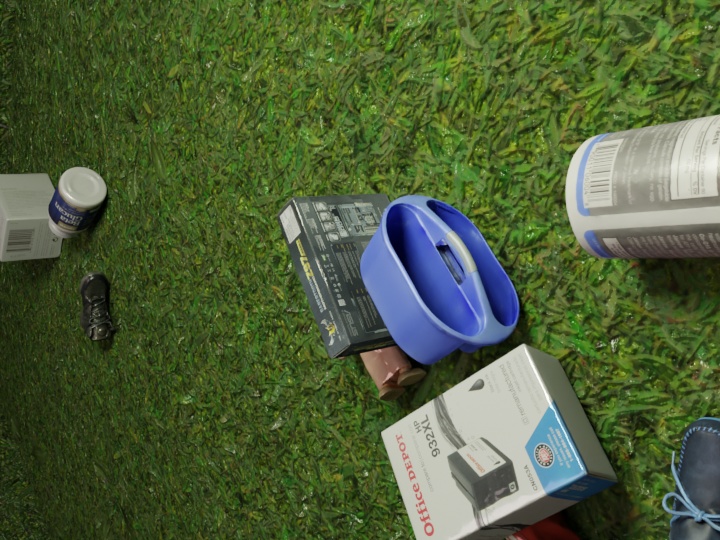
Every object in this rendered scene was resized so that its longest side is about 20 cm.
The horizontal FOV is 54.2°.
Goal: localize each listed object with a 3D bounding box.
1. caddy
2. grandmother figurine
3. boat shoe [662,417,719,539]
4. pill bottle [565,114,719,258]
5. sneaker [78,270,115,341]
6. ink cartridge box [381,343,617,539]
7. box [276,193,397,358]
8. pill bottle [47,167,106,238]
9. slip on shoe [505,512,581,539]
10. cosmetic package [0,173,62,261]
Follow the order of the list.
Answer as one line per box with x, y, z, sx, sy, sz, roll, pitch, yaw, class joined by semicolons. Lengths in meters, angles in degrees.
0.091;0.006;0.789;0.200;0.141;0.105;62;141;23;caddy
0.009;0.079;0.970;0.121;0.061;0.200;-37;61;17;grandmother figurine
0.311;0.232;0.611;0.084;0.069;0.200;-9;88;51;boat shoe
0.281;-0.067;0.568;0.200;0.114;0.114;0;96;50;pill bottle
-0.655;0.099;1.762;0.114;0.076;0.200;46;131;34;sneaker
0.137;0.193;0.737;0.200;0.084;0.145;-37;53;25;ink cartridge box
0.000;0.000;0.883;0.051;0.158;0.200;-40;66;46;box
-0.719;-0.162;1.768;0.200;0.111;0.111;-39;66;46;pill bottle
0.180;0.251;0.775;0.200;0.074;0.061;49;127;41;slip on shoe
-0.968;-0.156;2.028;0.200;0.165;0.165;55;132;29;cosmetic package
